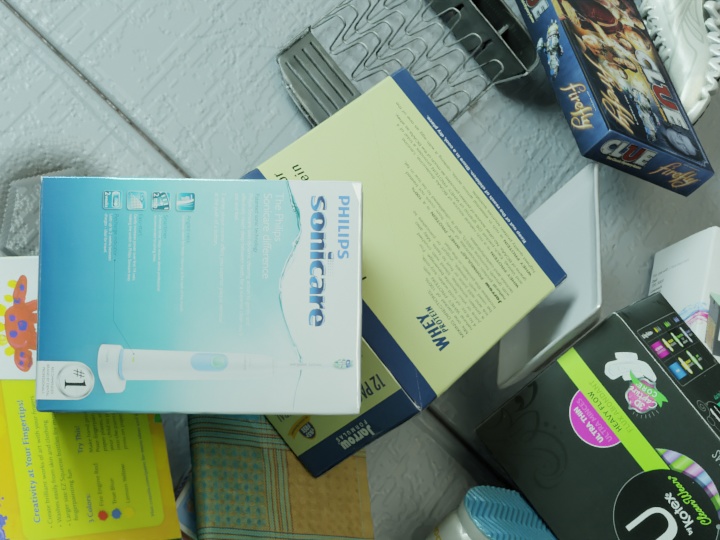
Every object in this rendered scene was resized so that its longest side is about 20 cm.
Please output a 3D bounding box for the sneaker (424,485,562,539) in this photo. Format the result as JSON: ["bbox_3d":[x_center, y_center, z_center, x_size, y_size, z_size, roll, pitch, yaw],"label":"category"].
[{"bbox_3d":[0.119,0.215,1.380,0.200,0.081,0.077,22,31,-43],"label":"sneaker"}]

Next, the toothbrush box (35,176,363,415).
[{"bbox_3d":[-0.098,0.017,1.167,0.200,0.085,0.147,0,88,-2],"label":"toothbrush box"}]

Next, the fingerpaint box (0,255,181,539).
[{"bbox_3d":[-0.221,0.095,1.228,0.167,0.073,0.200,-3,74,-31],"label":"fingerpaint box"}]

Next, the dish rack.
[{"bbox_3d":[0.034,-0.169,1.479,0.153,0.055,0.200,49,57,-5],"label":"dish rack"}]

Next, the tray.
[{"bbox_3d":[0.149,0.004,1.405,0.022,0.107,0.200,36,31,-18],"label":"tray"}]

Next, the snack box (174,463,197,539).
[{"bbox_3d":[-0.046,0.207,1.316,0.200,0.024,0.072,39,57,-12],"label":"snack box"}]

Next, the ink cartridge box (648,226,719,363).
[{"bbox_3d":[0.306,0.085,1.524,0.145,0.084,0.200,25,62,-20],"label":"ink cartridge box"}]

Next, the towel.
[{"bbox_3d":[-0.056,0.140,1.312,0.147,0.022,0.200,11,58,-31],"label":"towel"}]

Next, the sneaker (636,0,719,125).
[{"bbox_3d":[0.277,-0.209,1.629,0.081,0.075,0.200,15,63,-9],"label":"sneaker"}]

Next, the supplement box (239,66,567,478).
[{"bbox_3d":[0.000,0.000,1.329,0.200,0.134,0.200,51,47,-1],"label":"supplement box"}]

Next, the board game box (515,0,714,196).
[{"bbox_3d":[0.203,-0.162,1.525,0.135,0.035,0.200,16,44,-41],"label":"board game box"}]

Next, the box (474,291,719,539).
[{"bbox_3d":[0.214,0.141,1.372,0.200,0.149,0.124,51,23,10],"label":"box"}]
